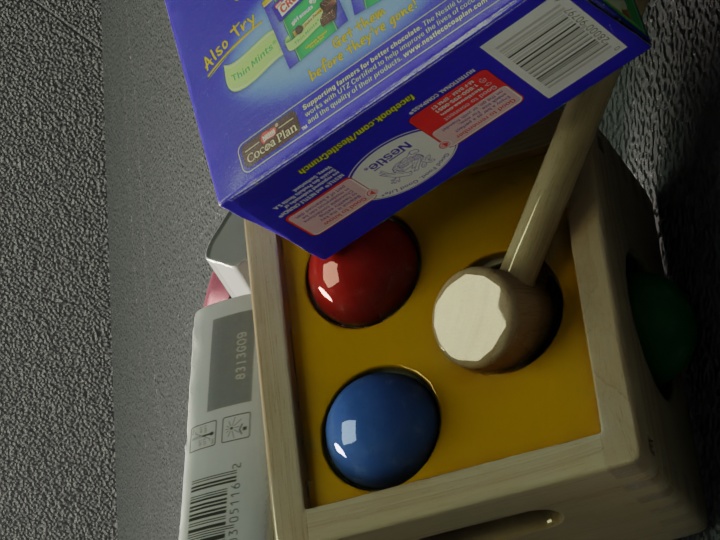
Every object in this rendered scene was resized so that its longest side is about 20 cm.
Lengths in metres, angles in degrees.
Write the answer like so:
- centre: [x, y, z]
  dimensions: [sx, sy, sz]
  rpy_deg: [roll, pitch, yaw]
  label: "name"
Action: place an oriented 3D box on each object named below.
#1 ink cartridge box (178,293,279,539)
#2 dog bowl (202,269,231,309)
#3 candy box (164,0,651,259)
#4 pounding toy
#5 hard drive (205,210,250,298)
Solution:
- centre: [-0.018, 0.131, 1.078]
  dimensions: [0.200, 0.047, 0.161]
  rpy_deg: [58, -156, -46]
  label: "ink cartridge box"
- centre: [-0.017, 0.030, 1.302]
  dimensions: [0.200, 0.073, 0.202]
  rpy_deg: [-37, -47, -54]
  label: "dog bowl"
- centre: [0.005, -0.134, 0.981]
  dimensions: [0.169, 0.077, 0.201]
  rpy_deg: [-32, 55, 23]
  label: "candy box"
- centre: [0.057, 0.014, 0.997]
  dimensions: [0.142, 0.199, 0.185]
  rpy_deg: [42, -144, -58]
  label: "pounding toy"
- centre: [0.000, 0.000, 1.198]
  dimensions: [0.132, 0.027, 0.200]
  rpy_deg: [-59, -34, -22]
  label: "hard drive"
